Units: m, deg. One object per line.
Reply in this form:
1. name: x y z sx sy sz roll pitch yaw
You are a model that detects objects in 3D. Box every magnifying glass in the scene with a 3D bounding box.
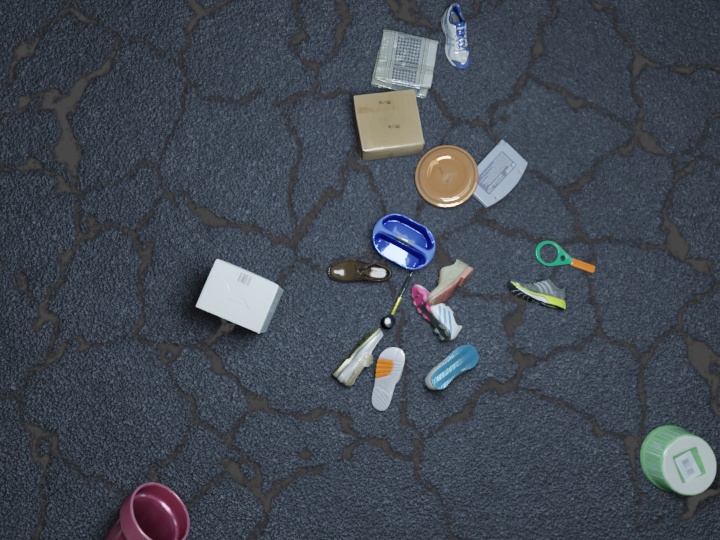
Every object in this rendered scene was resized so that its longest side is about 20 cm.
1. magnifying glass: 0.651 -0.035 1.764 0.198 0.022 0.080 19 84 0

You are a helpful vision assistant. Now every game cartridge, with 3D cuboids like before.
1. game cartridge: 0.433 -0.302 1.765 0.133 0.041 0.200 44 84 4

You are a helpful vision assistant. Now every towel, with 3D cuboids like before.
1. towel: 0.144 -0.668 1.780 0.191 0.035 0.202 12 85 -3

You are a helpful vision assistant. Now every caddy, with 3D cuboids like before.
1. caddy: 0.130 -0.086 1.690 0.199 0.105 0.142 27 85 -1

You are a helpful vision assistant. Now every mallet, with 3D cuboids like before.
1. mallet: 0.117 0.093 1.713 0.041 0.066 0.201 27 69 -2

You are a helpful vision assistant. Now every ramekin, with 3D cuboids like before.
1. ramekin: 0.975 0.583 1.688 0.198 0.098 0.202 0 85 -4

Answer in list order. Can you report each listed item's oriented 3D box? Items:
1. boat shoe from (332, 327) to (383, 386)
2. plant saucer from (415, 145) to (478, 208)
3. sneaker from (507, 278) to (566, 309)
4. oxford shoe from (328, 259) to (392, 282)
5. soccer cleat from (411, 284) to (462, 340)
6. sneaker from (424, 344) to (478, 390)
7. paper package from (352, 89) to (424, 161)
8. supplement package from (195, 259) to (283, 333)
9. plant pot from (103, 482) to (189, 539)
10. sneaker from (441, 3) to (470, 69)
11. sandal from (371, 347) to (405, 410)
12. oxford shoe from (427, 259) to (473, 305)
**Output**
1. boat shoe: 0.005 0.261 1.673 0.068 0.075 0.200 43 91 -5
2. plant saucer: 0.270 -0.297 1.736 0.198 0.032 0.202 -1 82 8
3. sneaker: 0.554 0.058 1.729 0.198 0.074 0.082 20 77 -9
4. oxford shoe: 0.000 0.000 1.687 0.198 0.084 0.073 -1 87 -2
5. soccer cleat: 0.234 0.124 1.706 0.086 0.070 0.201 -27 78 -36
6. sneaker: 0.275 0.292 1.685 0.199 0.081 0.077 -29 85 -25
7. paper package: 0.084 -0.453 1.723 0.198 0.103 0.193 -9 84 -4
8. supplement package: -0.341 0.078 1.599 0.190 0.200 0.148 23 83 -2
9. plant pot: -0.608 0.730 1.538 0.200 0.200 0.179 45 99 1
10. sneaker: 0.307 -0.750 1.771 0.075 0.088 0.202 -17 87 -7
11. sandal: 0.082 0.322 1.680 0.079 0.059 0.208 20 105 15
12. oxford shoe: 0.261 0.036 1.693 0.074 0.071 0.199 41 54 20
